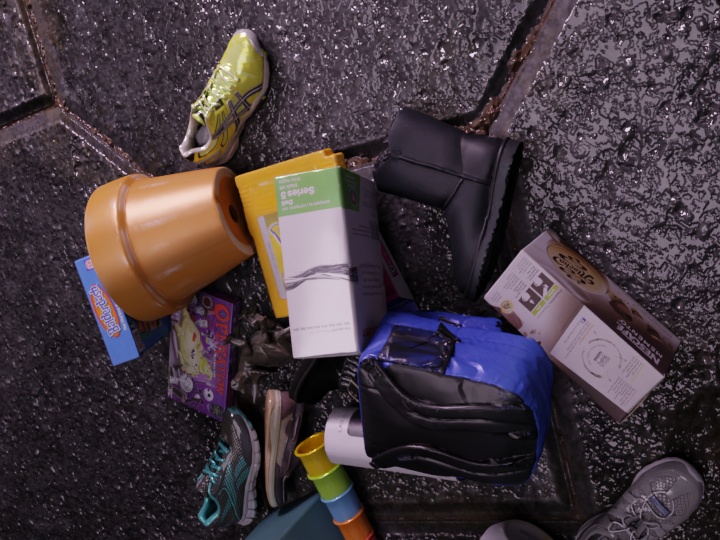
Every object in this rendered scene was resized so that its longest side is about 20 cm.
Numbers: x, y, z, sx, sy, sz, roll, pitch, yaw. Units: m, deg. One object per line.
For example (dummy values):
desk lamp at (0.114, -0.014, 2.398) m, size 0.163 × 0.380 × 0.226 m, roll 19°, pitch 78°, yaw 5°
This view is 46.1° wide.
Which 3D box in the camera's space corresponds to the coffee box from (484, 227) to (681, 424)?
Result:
coffee box at (0.250, 0.057, 0.951) m, size 0.200 × 0.113 × 0.080 m, roll 43°, pitch 121°, yaw 13°

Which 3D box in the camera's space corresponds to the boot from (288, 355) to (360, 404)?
boot at (-0.006, 0.153, 1.126) m, size 0.157 × 0.080 × 0.212 m, roll 36°, pitch 143°, yaw 5°

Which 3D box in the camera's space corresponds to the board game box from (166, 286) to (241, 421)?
board game box at (-0.244, 0.123, 1.313) m, size 0.118 × 0.032 × 0.204 m, roll 15°, pitch 112°, yaw 21°

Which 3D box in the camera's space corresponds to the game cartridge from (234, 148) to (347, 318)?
game cartridge at (-0.072, -0.046, 1.118) m, size 0.174 × 0.032 × 0.204 m, roll -11°, pitch 101°, yaw 35°

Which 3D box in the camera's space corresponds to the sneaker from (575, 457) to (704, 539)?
sneaker at (0.326, 0.302, 0.998) m, size 0.075 × 0.082 × 0.201 m, roll 42°, pitch 121°, yaw 12°

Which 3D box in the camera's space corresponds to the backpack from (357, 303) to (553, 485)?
backpack at (0.114, 0.128, 0.931) m, size 0.196 × 0.169 × 0.165 m, roll 10°, pitch 131°, yaw 22°

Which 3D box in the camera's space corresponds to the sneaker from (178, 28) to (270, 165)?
sneaker at (-0.183, -0.226, 1.141) m, size 0.075 × 0.076 × 0.203 m, roll 34°, pitch 118°, yaw 19°

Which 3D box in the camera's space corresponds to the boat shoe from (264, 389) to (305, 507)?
boat shoe at (-0.110, 0.265, 1.253) m, size 0.063 × 0.072 × 0.204 m, roll 0°, pitch 115°, yaw -6°

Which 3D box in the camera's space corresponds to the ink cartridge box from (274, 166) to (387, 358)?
ink cartridge box at (-0.028, -0.005, 0.978) m, size 0.082 × 0.145 × 0.205 m, roll -7°, pitch 87°, yaw 16°

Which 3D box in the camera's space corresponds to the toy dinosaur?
toy dinosaur at (-0.127, 0.103, 1.198) m, size 0.102 × 0.078 × 0.199 m, roll 41°, pitch 135°, yaw -17°

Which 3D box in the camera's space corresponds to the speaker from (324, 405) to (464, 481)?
speaker at (0.050, 0.231, 1.141) m, size 0.196 × 0.081 × 0.083 m, roll 1°, pitch 105°, yaw 31°

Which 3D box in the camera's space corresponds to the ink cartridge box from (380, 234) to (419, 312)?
ink cartridge box at (0.000, 0.000, 1.128) m, size 0.094 × 0.037 × 0.203 m, roll -28°, pitch 92°, yaw 34°

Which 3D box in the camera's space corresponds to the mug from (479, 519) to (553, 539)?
mug at (0.204, 0.410, 1.093) m, size 0.149 × 0.184 × 0.156 m, roll 43°, pitch 117°, yaw 50°

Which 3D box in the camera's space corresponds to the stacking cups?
stacking cups at (-0.030, 0.335, 1.219) m, size 0.060 × 0.060 × 0.203 m, roll -15°, pitch 103°, yaw 32°

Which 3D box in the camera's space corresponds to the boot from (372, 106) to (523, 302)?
boot at (0.094, -0.081, 1.020) m, size 0.165 × 0.076 × 0.204 m, roll 17°, pitch 106°, yaw 21°

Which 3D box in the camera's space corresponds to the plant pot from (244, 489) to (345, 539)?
plant pot at (-0.111, 0.441, 1.227) m, size 0.140 × 0.199 × 0.143 m, roll -32°, pitch 88°, yaw 33°

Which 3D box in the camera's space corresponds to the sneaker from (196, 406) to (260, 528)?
sneaker at (-0.206, 0.308, 1.289) m, size 0.077 × 0.090 × 0.205 m, roll 21°, pitch 115°, yaw 48°

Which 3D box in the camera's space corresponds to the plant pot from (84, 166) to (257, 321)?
plant pot at (-0.246, -0.053, 1.175) m, size 0.180 × 0.200 × 0.204 m, roll -18°, pitch 96°, yaw 18°

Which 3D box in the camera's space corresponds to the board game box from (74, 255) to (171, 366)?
board game box at (-0.342, 0.041, 1.246) m, size 0.044 × 0.200 × 0.155 m, roll -18°, pitch 95°, yaw 3°

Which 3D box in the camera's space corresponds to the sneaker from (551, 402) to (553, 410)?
sneaker at (0.140, 0.147, 1.069) m, size 0.199 × 0.077 × 0.092 m, roll 36°, pitch 124°, yaw 19°
